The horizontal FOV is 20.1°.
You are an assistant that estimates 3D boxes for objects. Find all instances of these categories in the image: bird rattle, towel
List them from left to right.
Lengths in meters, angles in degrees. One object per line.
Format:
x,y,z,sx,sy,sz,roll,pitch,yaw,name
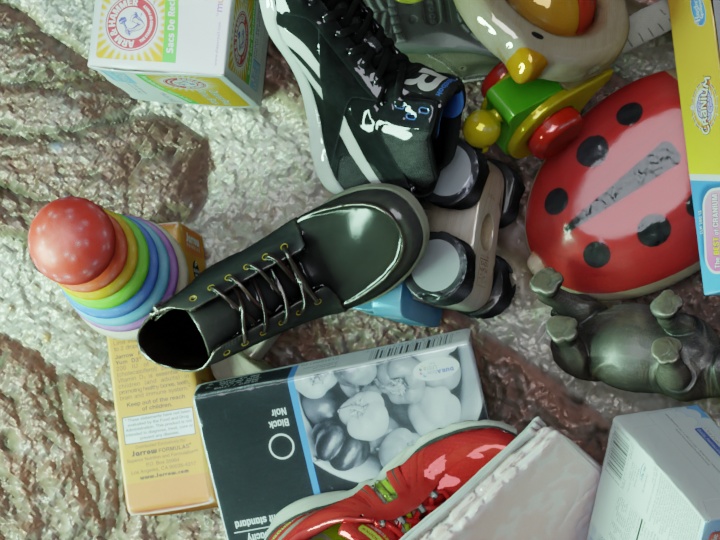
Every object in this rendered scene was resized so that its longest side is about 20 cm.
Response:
0.088,0.197,1.320,0.200,0.191,0.032,-43,51,3,towel
0.110,-0.191,1.339,0.113,0.199,0.164,-45,68,39,bird rattle

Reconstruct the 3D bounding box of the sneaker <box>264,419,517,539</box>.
0.023,0.167,1.311,0.199,0.085,0.077,-29,99,12,sneaker

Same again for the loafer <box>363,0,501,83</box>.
0.069,-0.168,1.428,0.198,0.070,0.076,2,68,-3,loafer

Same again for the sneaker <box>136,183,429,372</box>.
-0.049,0.013,1.321,0.199,0.106,0.075,-27,96,34,sneaker

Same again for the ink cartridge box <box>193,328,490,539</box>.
0.002,0.156,1.378,0.197,0.043,0.202,-12,101,9,ink cartridge box

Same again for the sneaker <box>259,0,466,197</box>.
0.010,-0.140,1.300,0.111,0.073,0.201,4,125,35,sneaker

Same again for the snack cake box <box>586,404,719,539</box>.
0.195,0.201,1.278,0.067,0.115,0.201,-6,122,-24,snack cake box

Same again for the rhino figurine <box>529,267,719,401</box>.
0.209,0.055,1.345,0.199,0.088,0.060,14,69,26,rhino figurine

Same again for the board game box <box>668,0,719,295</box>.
0.281,-0.086,1.338,0.040,0.152,0.202,-17,76,54,board game box

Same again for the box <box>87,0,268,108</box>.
-0.120,-0.226,1.444,0.100,0.112,0.202,5,85,12,box

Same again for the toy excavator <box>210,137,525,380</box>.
0.000,0.000,1.414,0.199,0.100,0.196,5,85,25,toy excavator

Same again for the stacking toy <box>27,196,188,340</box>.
-0.172,-0.007,1.314,0.085,0.200,0.086,-1,82,7,stacking toy

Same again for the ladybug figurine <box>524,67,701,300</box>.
0.195,-0.060,1.383,0.200,0.072,0.136,-40,78,4,ladybug figurine

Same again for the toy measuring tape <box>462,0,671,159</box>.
0.143,-0.126,1.377,0.199,0.074,0.074,-30,76,-29,toy measuring tape

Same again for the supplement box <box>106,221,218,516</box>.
-0.138,0.070,1.434,0.068,0.067,0.202,-11,82,9,supplement box
